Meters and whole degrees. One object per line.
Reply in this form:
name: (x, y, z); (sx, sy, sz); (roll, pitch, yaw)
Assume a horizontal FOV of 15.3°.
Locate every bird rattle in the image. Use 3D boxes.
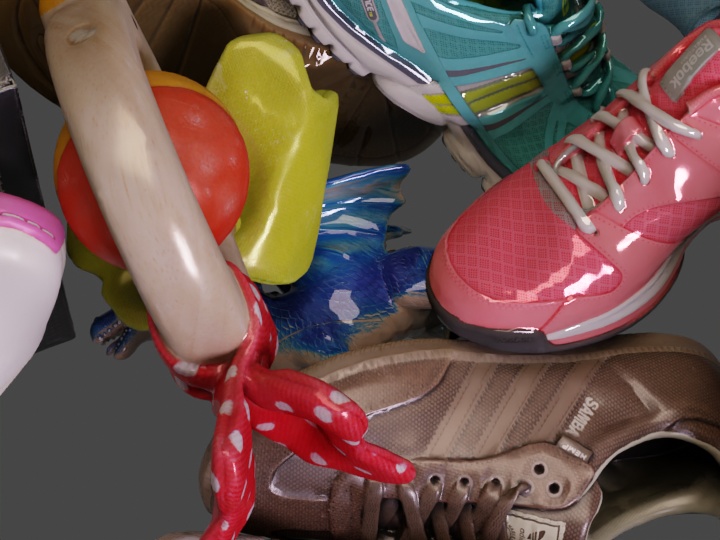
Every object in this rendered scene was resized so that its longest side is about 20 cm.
bird rattle: (-0.064, -0.008, 0.871); (0.112, 0.163, 0.201); (-20, 38, 10)

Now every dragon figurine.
dragon figurine: (0.000, 0.000, 0.990); (0.199, 0.059, 0.100); (-22, 66, -10)

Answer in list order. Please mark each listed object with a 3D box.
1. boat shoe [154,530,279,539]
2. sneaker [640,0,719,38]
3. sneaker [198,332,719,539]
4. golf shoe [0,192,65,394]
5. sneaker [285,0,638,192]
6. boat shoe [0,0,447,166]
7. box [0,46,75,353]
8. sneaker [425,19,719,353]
boat shoe: (0.017, 0.137, 0.923); (0.199, 0.075, 0.074); (7, 82, 3)
sneaker: (0.167, -0.070, 1.019); (0.200, 0.079, 0.096); (35, 70, 16)
sneaker: (0.046, 0.069, 0.934); (0.199, 0.071, 0.076); (-10, 42, -13)
golf shoe: (-0.157, 0.053, 0.892); (0.075, 0.200, 0.092); (20, 44, -29)
sneaker: (0.059, -0.080, 0.982); (0.200, 0.079, 0.078); (32, 51, -29)
boat shoe: (-0.055, -0.088, 1.001); (0.199, 0.073, 0.065); (16, 34, -36)
box: (-0.161, -0.091, 0.958); (0.047, 0.193, 0.201); (-19, 64, -11)
sneaker: (0.106, -0.048, 0.937); (0.199, 0.087, 0.074); (-28, 53, -8)
